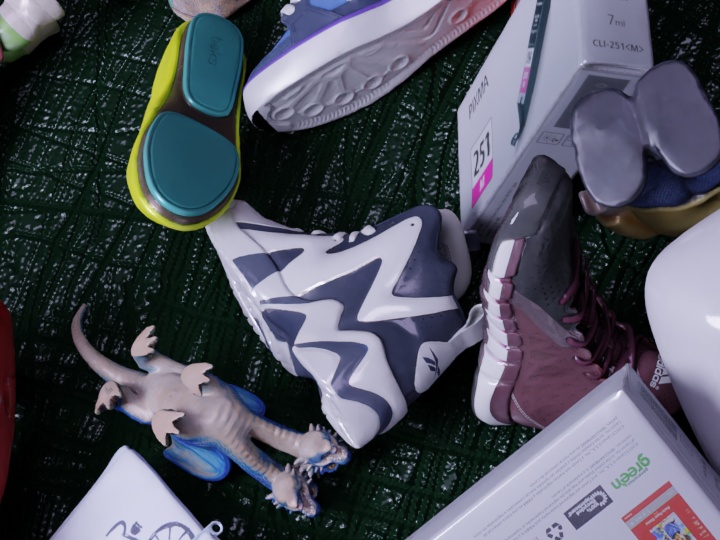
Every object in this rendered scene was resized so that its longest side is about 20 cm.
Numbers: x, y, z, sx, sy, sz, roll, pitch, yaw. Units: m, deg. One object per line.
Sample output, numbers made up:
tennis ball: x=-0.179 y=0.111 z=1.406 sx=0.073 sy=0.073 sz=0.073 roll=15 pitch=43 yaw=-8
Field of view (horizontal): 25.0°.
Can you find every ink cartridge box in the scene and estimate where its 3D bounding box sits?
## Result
ink cartridge box: x=0.101 y=-0.133 z=0.901 sx=0.043 sy=0.200 sz=0.175 roll=5 pitch=64 yaw=-13
ink cartridge box: x=0.105 y=0.179 z=0.780 sx=0.200 sy=0.084 sz=0.176 roll=-39 pitch=87 yaw=11

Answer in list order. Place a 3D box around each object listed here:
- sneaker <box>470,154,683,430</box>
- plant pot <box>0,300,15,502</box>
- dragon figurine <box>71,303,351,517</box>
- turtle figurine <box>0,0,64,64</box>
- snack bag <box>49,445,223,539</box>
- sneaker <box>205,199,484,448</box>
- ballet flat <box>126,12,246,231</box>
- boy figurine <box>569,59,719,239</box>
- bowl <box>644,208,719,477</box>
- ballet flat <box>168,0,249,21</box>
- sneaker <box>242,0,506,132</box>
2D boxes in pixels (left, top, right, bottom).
sneaker: x=0.123 y=0.025 z=0.829 sx=0.115 sy=0.201 sz=0.076 roll=19 pitch=58 yaw=14
plant pot: x=-0.289 y=0.111 z=0.901 sx=0.199 sy=0.201 sz=0.184 roll=-13 pitch=68 yaw=10
dragon figurine: x=-0.095 y=0.083 z=0.934 sx=0.199 sy=0.099 sz=0.059 roll=18 pitch=72 yaw=43
turtle figurine: x=-0.299 y=-0.137 z=1.049 sx=0.194 sy=0.144 sz=0.200 roll=-44 pitch=66 yaw=-11
snack bag: x=-0.133 y=0.213 z=0.872 sx=0.189 sy=0.021 sz=0.200 roll=-50 pitch=52 yaw=4
sneaker: x=0.000 y=0.000 z=0.932 sx=0.129 sy=0.080 sz=0.199 roll=-31 pitch=39 yaw=-11
ballet flat: x=-0.107 y=-0.077 z=0.984 sx=0.067 sy=0.066 sz=0.201 roll=-50 pitch=22 yaw=37
boy figurine: x=0.178 y=-0.054 z=0.835 sx=0.124 sy=0.200 sz=0.065 roll=-23 pitch=76 yaw=24
bowl: x=0.257 y=0.043 z=0.778 sx=0.199 sy=0.075 sz=0.201 roll=-29 pitch=106 yaw=3
ballet flat: x=-0.047 y=-0.237 z=1.062 sx=0.200 sy=0.067 sz=0.068 roll=-42 pitch=60 yaw=-5
sneaker: x=-0.009 y=-0.192 z=1.013 sx=0.199 sy=0.081 sz=0.147 roll=-32 pitch=67 yaw=6
